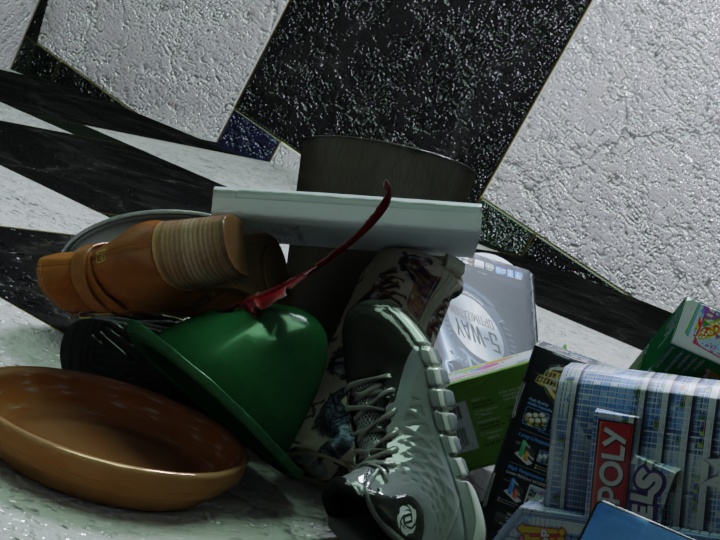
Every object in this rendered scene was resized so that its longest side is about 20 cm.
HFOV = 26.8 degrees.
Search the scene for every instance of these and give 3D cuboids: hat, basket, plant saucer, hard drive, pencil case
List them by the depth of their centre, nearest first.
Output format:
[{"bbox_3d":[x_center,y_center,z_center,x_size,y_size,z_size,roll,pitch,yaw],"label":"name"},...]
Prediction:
[{"bbox_3d":[-0.176,0.117,1.042,0.198,0.038,0.200,17,8,-2],"label":"plant saucer"},{"bbox_3d":[-0.047,0.034,1.090,0.199,0.176,0.166,25,-20,53],"label":"hat"},{"bbox_3d":[-0.008,-0.036,1.162,0.197,0.027,0.132,4,-7,2],"label":"hard drive"},{"bbox_3d":[0.014,0.075,1.168,0.089,0.202,0.078,5,-29,41],"label":"pencil case"},{"bbox_3d":[0.000,0.000,1.303,0.135,0.203,0.179,19,-7,-42],"label":"basket"}]

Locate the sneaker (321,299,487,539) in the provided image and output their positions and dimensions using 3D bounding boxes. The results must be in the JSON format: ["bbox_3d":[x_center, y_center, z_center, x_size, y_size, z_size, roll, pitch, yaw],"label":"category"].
[{"bbox_3d":[0.012,0.116,1.029,0.115,0.202,0.075,-6,-21,-48],"label":"sneaker"}]

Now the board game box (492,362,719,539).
[{"bbox_3d":[0.176,0.171,1.039,0.197,0.203,0.062,5,3,20],"label":"board game box"}]

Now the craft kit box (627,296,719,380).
[{"bbox_3d":[0.307,0.110,1.164,0.195,0.049,0.200,21,-22,4],"label":"craft kit box"}]

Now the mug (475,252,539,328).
[{"bbox_3d":[0.065,0.041,1.583,0.174,0.148,0.201,-6,54,-48],"label":"mug"}]

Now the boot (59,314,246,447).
[{"bbox_3d":[-0.128,0.077,1.255,0.209,0.080,0.158,20,9,19],"label":"boot"}]

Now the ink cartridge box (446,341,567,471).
[{"bbox_3d":[0.120,0.115,1.325,0.146,0.077,0.200,-17,2,12],"label":"ink cartridge box"}]

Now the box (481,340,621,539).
[{"bbox_3d":[0.198,0.161,1.124,0.198,0.161,0.046,19,7,14],"label":"box"}]

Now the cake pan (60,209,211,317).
[{"bbox_3d":[-0.172,0.013,1.356,0.197,0.037,0.201,-3,-29,-2],"label":"cake pan"}]

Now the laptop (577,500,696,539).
[{"bbox_3d":[0.164,0.223,0.793,0.185,0.117,0.199,21,9,23],"label":"laptop"}]

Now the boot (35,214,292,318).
[{"bbox_3d":[-0.141,0.018,1.152,0.153,0.078,0.200,-10,-16,15],"label":"boot"}]

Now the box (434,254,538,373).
[{"bbox_3d":[0.074,0.049,1.447,0.198,0.044,0.162,17,49,-17],"label":"box"}]
